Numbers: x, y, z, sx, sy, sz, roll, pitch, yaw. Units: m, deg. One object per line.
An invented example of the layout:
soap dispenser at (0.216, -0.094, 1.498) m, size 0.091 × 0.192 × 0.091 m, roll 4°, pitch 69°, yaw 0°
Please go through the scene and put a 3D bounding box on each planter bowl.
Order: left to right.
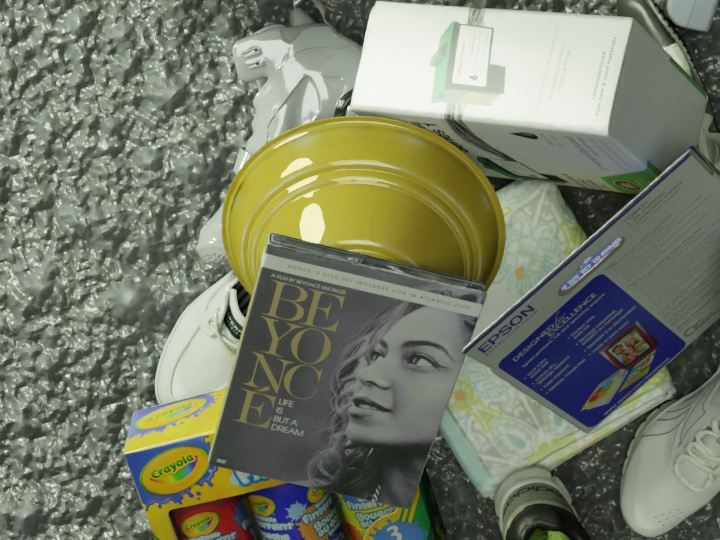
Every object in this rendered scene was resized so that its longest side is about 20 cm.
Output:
planter bowl at (0.000, 0.000, 1.366) m, size 0.199 × 0.084 × 0.201 m, roll 2°, pitch 129°, yaw 2°

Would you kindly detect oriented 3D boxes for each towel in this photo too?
towel at (0.115, 0.051, 1.476) m, size 0.171 × 0.048 × 0.201 m, roll -32°, pitch 93°, yaw 6°

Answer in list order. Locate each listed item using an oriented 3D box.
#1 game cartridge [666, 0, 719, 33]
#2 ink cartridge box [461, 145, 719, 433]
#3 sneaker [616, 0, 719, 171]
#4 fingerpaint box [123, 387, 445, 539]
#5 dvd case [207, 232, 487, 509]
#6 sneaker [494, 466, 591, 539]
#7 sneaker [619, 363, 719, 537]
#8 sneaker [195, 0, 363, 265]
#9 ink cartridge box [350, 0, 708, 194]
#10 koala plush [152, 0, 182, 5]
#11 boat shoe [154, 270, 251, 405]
game cartridge at (0.253, -0.263, 1.379) m, size 0.041 × 0.133 × 0.201 m, roll 17°, pitch 98°, yaw 2°
ink cartridge box at (0.176, 0.008, 1.349) m, size 0.197 × 0.200 × 0.047 m, roll -42°, pitch 53°, yaw 11°
sneaker at (0.209, -0.102, 1.432) m, size 0.088 × 0.074 × 0.201 m, roll -22°, pitch 94°, yaw 6°
fingerpaint box at (-0.052, 0.165, 1.469) m, size 0.199 × 0.073 × 0.168 m, roll -14°, pitch 112°, yaw 6°
dvd case at (-0.012, 0.073, 1.356) m, size 0.148 × 0.016 × 0.201 m, roll 13°, pitch 126°, yaw -6°
sneaker at (0.147, 0.244, 1.435) m, size 0.073 × 0.087 × 0.201 m, roll -18°, pitch 98°, yaw 6°
sneaker at (0.258, 0.113, 1.448) m, size 0.074 × 0.087 × 0.200 m, roll 38°, pitch 100°, yaw -2°
sneaker at (-0.068, -0.103, 1.460) m, size 0.200 × 0.075 × 0.115 m, roll -44°, pitch 91°, yaw 4°
ink cartridge box at (0.114, -0.116, 1.362) m, size 0.199 × 0.146 × 0.085 m, roll 8°, pitch 79°, yaw 32°
koala plush at (-0.159, -0.274, 1.407) m, size 0.184 × 0.177 × 0.200 m, roll -40°, pitch 93°, yaw 20°
boat shoe at (-0.087, 0.032, 1.480) m, size 0.073 × 0.067 × 0.200 m, roll 37°, pitch 99°, yaw 0°
